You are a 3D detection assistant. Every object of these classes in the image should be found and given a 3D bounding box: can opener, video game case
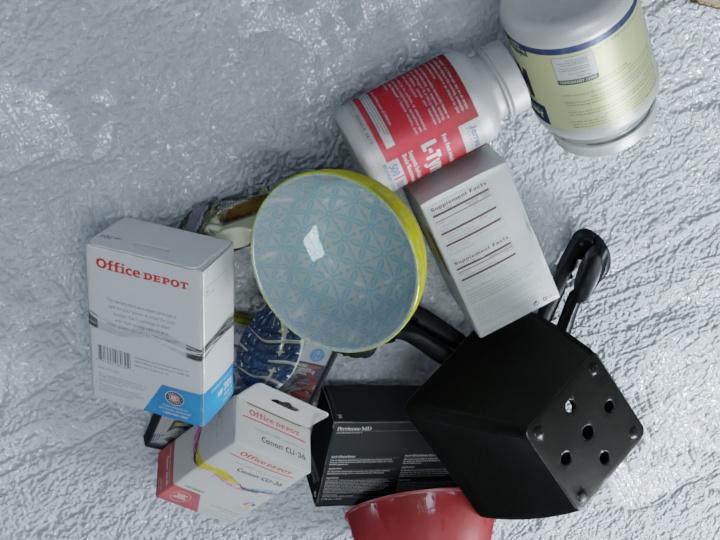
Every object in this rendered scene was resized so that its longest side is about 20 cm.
[{"bbox_3d":[0.255,0.035,1.626,0.063,0.079,0.200,33,126,13],"label":"can opener"},{"bbox_3d":[0.071,0.071,1.592,0.200,0.079,0.063,24,67,-28],"label":"can opener"},{"bbox_3d":[-0.146,0.150,1.591,0.181,0.026,0.200,17,112,-24],"label":"video game case"}]

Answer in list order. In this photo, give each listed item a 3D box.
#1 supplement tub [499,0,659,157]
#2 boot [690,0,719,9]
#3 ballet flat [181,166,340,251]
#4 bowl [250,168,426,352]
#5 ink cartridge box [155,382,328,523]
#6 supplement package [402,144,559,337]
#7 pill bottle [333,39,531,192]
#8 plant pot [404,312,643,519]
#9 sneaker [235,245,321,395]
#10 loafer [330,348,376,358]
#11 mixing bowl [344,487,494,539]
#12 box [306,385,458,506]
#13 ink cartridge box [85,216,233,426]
[{"bbox_3d":[0.244,-0.235,1.412,0.145,0.145,0.200,-29,135,0],"label":"supplement tub"},{"bbox_3d":[0.347,-0.390,1.431,0.200,0.072,0.166,11,100,-16],"label":"boot"},{"bbox_3d":[-0.101,-0.060,1.463,0.200,0.072,0.072,-19,121,-6],"label":"ballet flat"},{"bbox_3d":[-0.007,-0.023,1.402,0.200,0.108,0.200,10,113,24],"label":"bowl"},{"bbox_3d":[-0.140,0.220,1.544,0.116,0.068,0.200,27,131,-31],"label":"ink cartridge box"},{"bbox_3d":[0.136,-0.045,1.515,0.109,0.114,0.200,-28,121,-1],"label":"supplement package"},{"bbox_3d":[0.080,-0.171,1.430,0.200,0.112,0.112,-27,122,0],"label":"pill bottle"},{"bbox_3d":[0.212,0.180,1.547,0.200,0.177,0.200,-45,116,-21],"label":"plant pot"},{"bbox_3d":[-0.078,0.053,1.516,0.077,0.085,0.200,26,102,18],"label":"sneaker"},{"bbox_3d":[0.000,0.000,1.496,0.070,0.068,0.201,10,85,-1],"label":"loafer"},{"bbox_3d":[0.084,0.357,1.667,0.200,0.108,0.200,-5,157,-2],"label":"mixing bowl"},{"bbox_3d":[0.042,0.222,1.650,0.200,0.079,0.141,2,125,-18],"label":"box"},{"bbox_3d":[-0.221,0.056,1.445,0.146,0.086,0.200,14,118,18],"label":"ink cartridge box"}]
